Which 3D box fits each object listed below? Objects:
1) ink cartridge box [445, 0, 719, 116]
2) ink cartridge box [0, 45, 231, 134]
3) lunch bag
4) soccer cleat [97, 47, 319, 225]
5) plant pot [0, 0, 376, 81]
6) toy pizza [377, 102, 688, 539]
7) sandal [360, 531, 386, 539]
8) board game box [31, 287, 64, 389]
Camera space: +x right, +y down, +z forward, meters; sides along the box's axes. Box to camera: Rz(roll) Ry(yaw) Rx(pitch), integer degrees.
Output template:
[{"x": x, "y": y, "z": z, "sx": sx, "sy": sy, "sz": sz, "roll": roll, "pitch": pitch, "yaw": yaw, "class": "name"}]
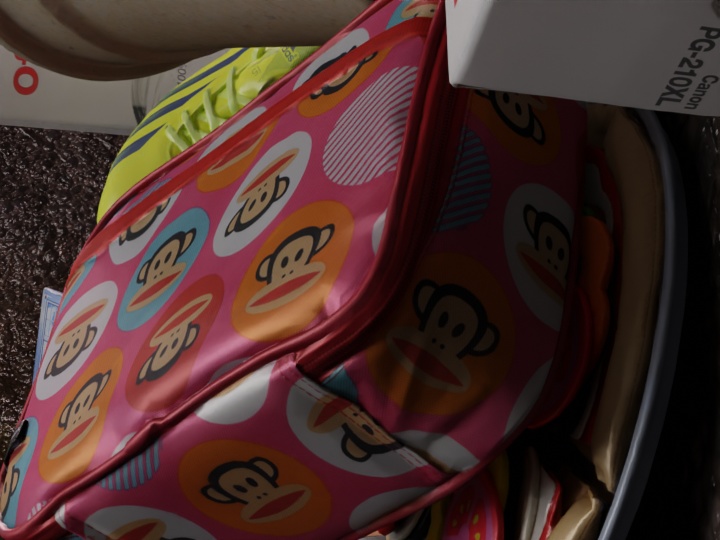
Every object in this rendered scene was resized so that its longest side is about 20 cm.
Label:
[{"x": 0.072, "y": -0.160, "z": 0.518, "sx": 0.145, "sy": 0.084, "sz": 0.201, "roll": 112, "pitch": 160, "yaw": -62, "class": "ink cartridge box"}, {"x": -0.083, "y": -0.140, "z": 1.027, "sx": 0.084, "sy": 0.199, "sz": 0.146, "roll": -131, "pitch": 46, "yaw": -76, "class": "ink cartridge box"}, {"x": -0.019, "y": 0.003, "z": 0.641, "sx": 0.200, "sy": 0.082, "sz": 0.177, "roll": -33, "pitch": 30, "yaw": 38, "class": "lunch bag"}, {"x": -0.042, "y": -0.080, "z": 0.932, "sx": 0.200, "sy": 0.065, "sz": 0.084, "roll": -43, "pitch": -2, "yaw": -14, "class": "soccer cleat"}, {"x": -0.027, "y": -0.155, "z": 0.725, "sx": 0.183, "sy": 0.200, "sz": 0.202, "roll": 15, "pitch": 104, "yaw": 44, "class": "plant pot"}, {"x": 0.043, "y": 0.037, "z": 0.648, "sx": 0.200, "sy": 0.032, "sz": 0.201, "roll": -164, "pitch": 90, "yaw": -76, "class": "toy pizza"}, {"x": -0.013, "y": 0.164, "z": 0.817, "sx": 0.079, "sy": 0.059, "sz": 0.208, "roll": -22, "pitch": 59, "yaw": 31, "class": "sandal"}, {"x": -0.099, "y": 0.103, "z": 0.963, "sx": 0.201, "sy": 0.061, "sz": 0.200, "roll": -62, "pitch": -36, "yaw": -15, "class": "board game box"}]
